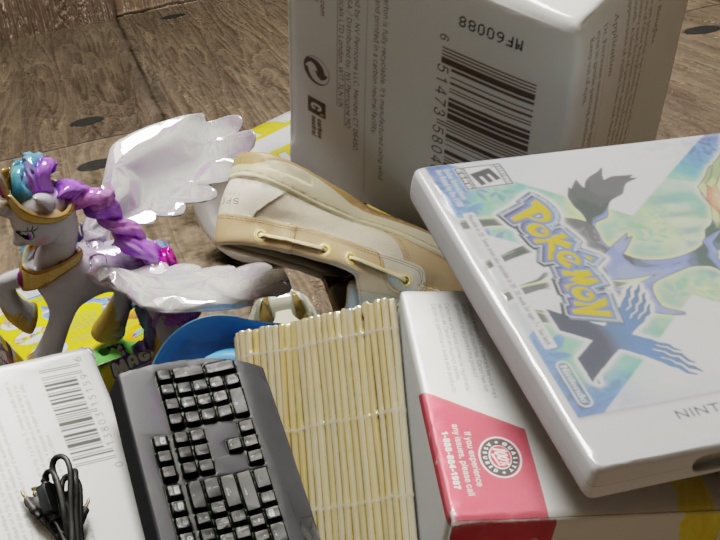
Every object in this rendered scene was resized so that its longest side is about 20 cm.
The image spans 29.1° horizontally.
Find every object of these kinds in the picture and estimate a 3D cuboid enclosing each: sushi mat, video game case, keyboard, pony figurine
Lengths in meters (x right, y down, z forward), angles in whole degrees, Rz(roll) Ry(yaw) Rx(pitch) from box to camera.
[{"bbox_3d":[-0.017,0.114,0.655,0.095,0.201,0.012,-15,-26,23],"label":"sushi mat"},{"bbox_3d":[0.141,0.008,0.636,0.182,0.022,0.200,-8,42,-19],"label":"video game case"},{"bbox_3d":[-0.079,0.131,0.624,0.127,0.021,0.201,-12,58,-16],"label":"keyboard"},{"bbox_3d":[-0.155,-0.003,0.910,0.192,0.200,0.167,-8,50,-16],"label":"pony figurine"}]

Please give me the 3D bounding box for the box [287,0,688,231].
[{"bbox_3d":[0.078,-0.144,0.852,0.200,0.199,0.171,28,52,23],"label":"box"}]

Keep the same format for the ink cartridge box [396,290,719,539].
[{"bbox_3d":[0.121,0.085,0.668,0.199,0.084,0.145,0,41,-9],"label":"ink cartridge box"}]

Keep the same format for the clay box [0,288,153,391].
[{"bbox_3d":[-0.217,0.054,1.076,0.115,0.048,0.200,-20,24,-23],"label":"clay box"}]

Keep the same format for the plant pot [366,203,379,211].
[{"bbox_3d":[0.085,-0.075,1.074,0.200,0.190,0.201,-10,20,4],"label":"plant pot"}]

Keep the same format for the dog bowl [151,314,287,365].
[{"bbox_3d":[-0.032,0.081,0.836,0.199,0.112,0.050,-1,0,23],"label":"dog bowl"}]

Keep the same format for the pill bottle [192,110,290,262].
[{"bbox_3d":[-0.055,-0.092,1.292,0.112,0.112,0.200,6,26,37],"label":"pill bottle"}]

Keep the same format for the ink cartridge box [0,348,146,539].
[{"bbox_3d":[-0.173,0.142,0.628,0.173,0.044,0.200,-11,59,-30],"label":"ink cartridge box"}]

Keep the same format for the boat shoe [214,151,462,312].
[{"bbox_3d":[0.000,0.000,0.855,0.199,0.069,0.074,26,-14,-14],"label":"boat shoe"}]

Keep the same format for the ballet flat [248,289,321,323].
[{"bbox_3d":[-0.047,0.053,0.969,0.073,0.073,0.200,-10,20,-1],"label":"ballet flat"}]

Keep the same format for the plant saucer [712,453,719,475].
[{"bbox_3d":[0.207,0.041,0.648,0.199,0.030,0.200,6,39,-4],"label":"plant saucer"}]
